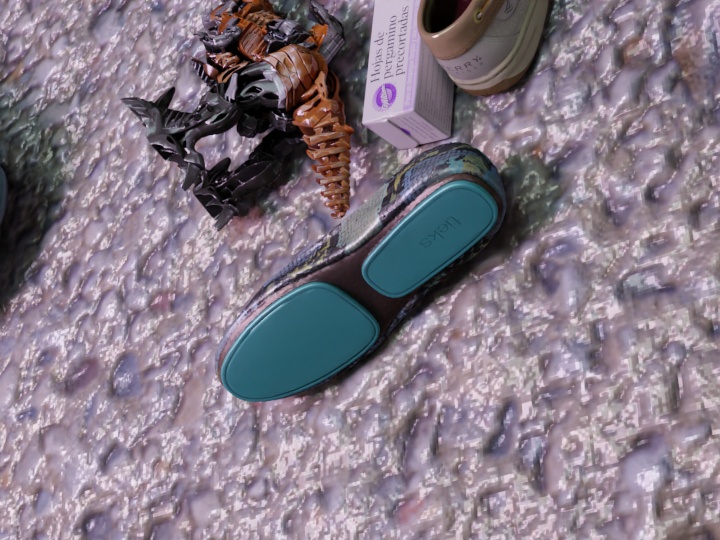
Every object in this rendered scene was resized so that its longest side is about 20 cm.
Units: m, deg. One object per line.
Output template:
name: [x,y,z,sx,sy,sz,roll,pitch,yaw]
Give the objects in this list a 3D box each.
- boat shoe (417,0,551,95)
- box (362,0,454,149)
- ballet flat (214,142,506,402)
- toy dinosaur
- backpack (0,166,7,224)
boat shoe: [0.079,-0.202,0.876,0.074,0.066,0.202,-2,70,39]
box: [0.035,-0.173,0.917,0.038,0.041,0.202,-10,66,37]
ballet flat: [0.000,0.000,0.863,0.199,0.074,0.075,-35,52,20]
toy dinosaur: [-0.060,-0.102,0.935,0.135,0.102,0.200,-35,28,1]
backpack: [-0.340,-0.044,1.094,0.199,0.150,0.179,22,88,50]
